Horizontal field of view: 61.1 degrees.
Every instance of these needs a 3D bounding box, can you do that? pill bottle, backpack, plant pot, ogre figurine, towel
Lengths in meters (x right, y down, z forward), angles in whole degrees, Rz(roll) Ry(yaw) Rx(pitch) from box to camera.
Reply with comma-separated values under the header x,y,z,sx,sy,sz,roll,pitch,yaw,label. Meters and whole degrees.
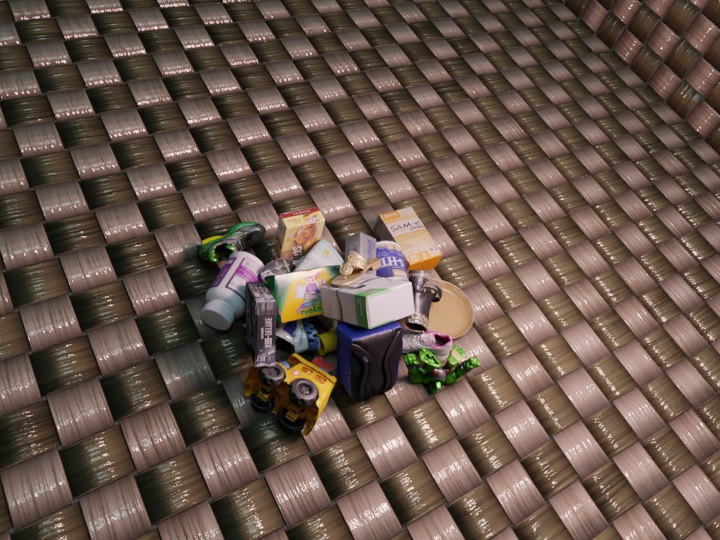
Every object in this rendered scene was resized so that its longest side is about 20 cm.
x,y,z,sx,sy,sz,roll,pitch,yaw,label
-0.337,0.055,1.610,0.112,0.112,0.200,24,52,1,pill bottle
0.017,0.213,1.556,0.162,0.201,0.168,-11,27,-20,backpack
0.235,0.117,1.795,0.199,0.028,0.201,8,54,-12,plant pot
0.202,0.262,1.622,0.199,0.120,0.098,-12,55,-26,ogre figurine
0.079,0.027,1.753,0.119,0.120,0.201,-2,56,-18,pill bottle
-0.092,0.038,1.682,0.200,0.048,0.171,51,49,-20,towel

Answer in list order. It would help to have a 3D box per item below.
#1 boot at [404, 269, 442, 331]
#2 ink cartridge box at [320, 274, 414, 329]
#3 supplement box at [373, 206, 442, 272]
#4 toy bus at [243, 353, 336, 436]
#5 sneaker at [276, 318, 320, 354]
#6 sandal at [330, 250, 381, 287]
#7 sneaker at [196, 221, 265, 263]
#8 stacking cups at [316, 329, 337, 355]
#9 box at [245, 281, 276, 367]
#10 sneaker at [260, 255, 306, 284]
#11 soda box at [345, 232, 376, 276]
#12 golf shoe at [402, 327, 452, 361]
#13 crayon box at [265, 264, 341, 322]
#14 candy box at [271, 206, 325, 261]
x,y,z,sx,sy,sz,roll,pitch,yaw,label
0.172,0.098,1.689,0.073,0.204,0.154,0,70,23,boot
0.013,0.073,1.516,0.146,0.200,0.084,-16,105,-35,ink cartridge box
0.145,-0.091,1.886,0.126,0.074,0.200,-17,62,-27,supplement box
-0.159,0.273,1.507,0.200,0.136,0.192,30,39,8,toy bus
-0.198,0.142,1.610,0.115,0.081,0.200,-19,64,-29,sneaker
-0.016,-0.020,1.586,0.077,0.070,0.212,0,15,32,sandal
-0.349,-0.070,1.706,0.200,0.078,0.085,-30,38,-25,sneaker
-0.026,0.169,1.655,0.199,0.061,0.061,-19,63,-27,stacking cups
-0.246,0.125,1.489,0.050,0.158,0.200,-1,14,-17,box
-0.199,0.013,1.686,0.200,0.083,0.081,-11,76,-48,sneaker
0.000,0.000,1.707,0.068,0.063,0.201,22,61,-42,soda box
0.159,0.187,1.682,0.199,0.092,0.076,12,54,-7,golf shoe
-0.139,0.058,1.572,0.199,0.058,0.119,-11,94,-35,crayon box
-0.176,-0.084,1.702,0.115,0.200,0.055,-13,59,-25,candy box
